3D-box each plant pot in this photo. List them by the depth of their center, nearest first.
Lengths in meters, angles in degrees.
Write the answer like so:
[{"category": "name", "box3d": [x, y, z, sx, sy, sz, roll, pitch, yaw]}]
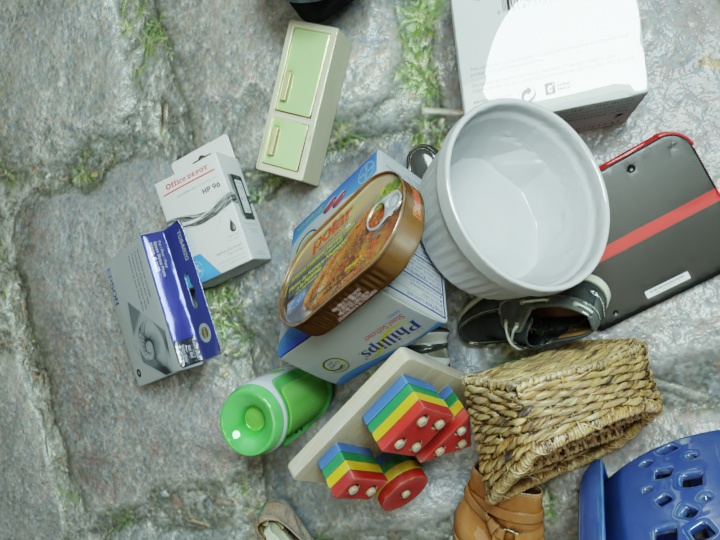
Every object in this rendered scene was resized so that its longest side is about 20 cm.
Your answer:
[{"category": "plant pot", "box3d": [0.334, 0.313, 0.619, 0.176, 0.200, 0.204, -16, 100, 24]}]

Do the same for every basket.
[{"category": "basket", "box3d": [0.233, 0.168, 0.647, 0.196, 0.142, 0.153, -10, 87, -23]}]

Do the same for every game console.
[{"category": "game console", "box3d": [0.334, -0.049, 0.713, 0.197, 0.031, 0.180, -29, 88, 16]}]

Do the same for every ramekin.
[{"category": "ramekin", "box3d": [0.151, -0.066, 0.626, 0.195, 0.105, 0.205, 6, 73, -21]}]

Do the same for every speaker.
[{"category": "speaker", "box3d": [-0.100, 0.170, 0.758, 0.086, 0.200, 0.091, 0, 91, 16]}]

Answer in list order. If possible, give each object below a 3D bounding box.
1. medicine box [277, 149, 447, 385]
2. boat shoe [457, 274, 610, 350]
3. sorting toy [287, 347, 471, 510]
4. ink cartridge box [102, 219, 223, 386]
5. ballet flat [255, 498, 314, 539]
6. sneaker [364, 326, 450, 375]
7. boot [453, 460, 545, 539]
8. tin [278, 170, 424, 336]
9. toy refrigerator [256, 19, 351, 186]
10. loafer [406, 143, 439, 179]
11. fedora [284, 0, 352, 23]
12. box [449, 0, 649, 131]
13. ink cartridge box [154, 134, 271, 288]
[{"category": "medicine box", "box3d": [0.000, 0.000, 0.696, 0.181, 0.102, 0.203, -37, 37, 38]}, {"category": "boat shoe", "box3d": [0.193, 0.059, 0.702, 0.198, 0.068, 0.072, -19, 120, 43]}, {"category": "sorting toy", "box3d": [0.050, 0.206, 0.708, 0.200, 0.197, 0.070, -48, 50, 12]}, {"category": "ink cartridge box", "box3d": [-0.296, 0.054, 0.861, 0.198, 0.040, 0.204, -25, 82, 41]}, {"category": "ballet flat", "box3d": [-0.079, 0.415, 0.826, 0.200, 0.067, 0.068, 44, 103, 12]}, {"category": "sneaker", "box3d": [0.024, 0.140, 0.784, 0.195, 0.076, 0.119, -6, 88, 15]}, {"category": "boot", "box3d": [0.207, 0.332, 0.717, 0.196, 0.073, 0.159, 15, 109, 20]}, {"category": "tin", "box3d": [-0.013, -0.013, 0.585, 0.199, 0.041, 0.114, -40, 40, 35]}, {"category": "toy refrigerator", "box3d": [-0.078, -0.228, 0.813, 0.074, 0.070, 0.205, 16, 96, 16]}, {"category": "loafer", "box3d": [0.111, -0.073, 0.755, 0.072, 0.072, 0.203, -28, 82, 16]}, {"category": "fedora", "box3d": [-0.048, -0.402, 0.775, 0.195, 0.092, 0.205, -4, 66, 8]}, {"category": "box", "box3d": [0.211, -0.269, 0.690, 0.194, 0.130, 0.205, -8, 89, 17]}, {"category": "ink cartridge box", "box3d": [-0.221, -0.090, 0.860, 0.114, 0.068, 0.204, -22, 84, 16]}]
